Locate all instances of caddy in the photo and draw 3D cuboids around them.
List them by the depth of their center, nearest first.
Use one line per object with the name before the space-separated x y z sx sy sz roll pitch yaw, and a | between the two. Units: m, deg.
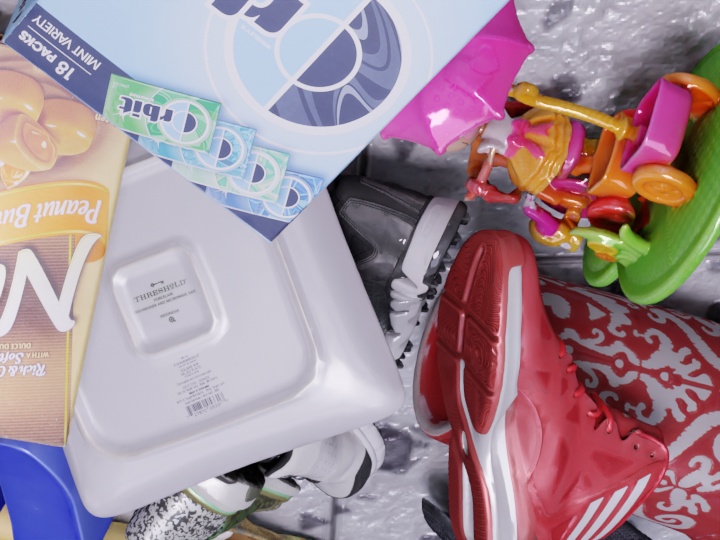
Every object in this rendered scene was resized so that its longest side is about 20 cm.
caddy | -0.203 0.094 1.404 0.140 0.105 0.201 14 146 10

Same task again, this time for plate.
plate | -0.099 0.015 1.271 0.199 0.201 0.032 -21 -178 18

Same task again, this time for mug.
mug | 0.131 0.087 1.423 0.199 0.134 0.178 18 133 -22

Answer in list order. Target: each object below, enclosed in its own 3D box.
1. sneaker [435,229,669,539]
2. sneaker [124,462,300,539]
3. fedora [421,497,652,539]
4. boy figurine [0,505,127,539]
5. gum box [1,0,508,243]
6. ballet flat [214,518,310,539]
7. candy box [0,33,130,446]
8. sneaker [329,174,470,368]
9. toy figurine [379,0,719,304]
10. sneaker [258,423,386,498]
sneaker | 0.107 0.064 1.305 0.115 0.078 0.201 -10 120 -20
sneaker | -0.099 0.135 1.432 0.089 0.077 0.200 -46 168 3
fedora | 0.130 0.182 1.540 0.092 0.200 0.201 -48 134 -3
boy figurine | -0.233 0.191 1.551 0.199 0.065 0.125 7 136 -12
gum box | -0.044 -0.133 1.137 0.170 0.045 0.200 37 120 -17
ballet flat | -0.064 0.204 1.579 0.071 0.071 0.200 -34 133 30
candy box | -0.189 -0.019 1.220 0.115 0.055 0.201 10 99 -18
sneaker | 0.000 0.000 1.352 0.090 0.067 0.200 25 154 2
toy figurine | 0.085 -0.079 1.244 0.183 0.151 0.200 22 159 -12
sneaker | -0.039 0.092 1.411 0.073 0.080 0.200 31 162 23
